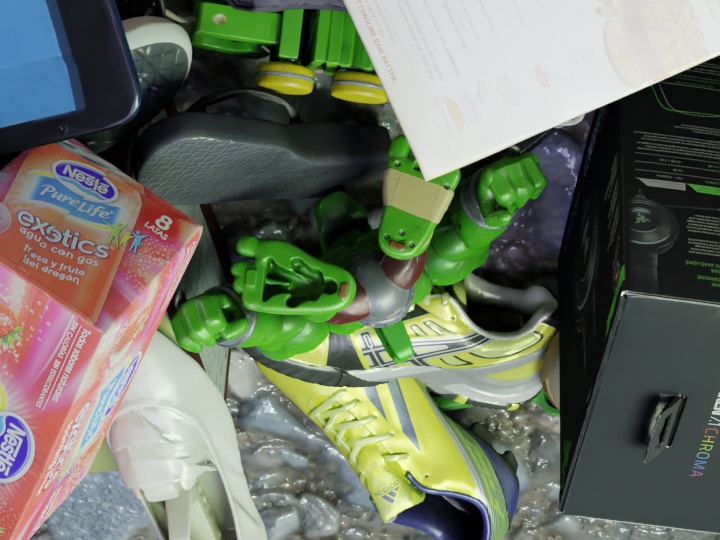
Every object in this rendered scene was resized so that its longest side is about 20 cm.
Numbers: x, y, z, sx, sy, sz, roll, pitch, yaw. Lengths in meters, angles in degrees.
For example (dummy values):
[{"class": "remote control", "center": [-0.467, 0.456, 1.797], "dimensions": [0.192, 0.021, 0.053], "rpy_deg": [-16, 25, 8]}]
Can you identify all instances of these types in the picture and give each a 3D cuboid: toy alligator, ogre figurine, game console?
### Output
[{"class": "toy alligator", "center": [-0.045, -0.122, 1.283], "dimensions": [0.199, 0.060, 0.054], "rpy_deg": [7, 176, -3]}, {"class": "ogre figurine", "center": [0.000, 0.000, 1.317], "dimensions": [0.098, 0.200, 0.120], "rpy_deg": [44, 172, 13]}, {"class": "game console", "center": [-0.223, -0.124, 1.112], "dimensions": [0.199, 0.119, 0.171], "rpy_deg": [-13, 164, 16]}]

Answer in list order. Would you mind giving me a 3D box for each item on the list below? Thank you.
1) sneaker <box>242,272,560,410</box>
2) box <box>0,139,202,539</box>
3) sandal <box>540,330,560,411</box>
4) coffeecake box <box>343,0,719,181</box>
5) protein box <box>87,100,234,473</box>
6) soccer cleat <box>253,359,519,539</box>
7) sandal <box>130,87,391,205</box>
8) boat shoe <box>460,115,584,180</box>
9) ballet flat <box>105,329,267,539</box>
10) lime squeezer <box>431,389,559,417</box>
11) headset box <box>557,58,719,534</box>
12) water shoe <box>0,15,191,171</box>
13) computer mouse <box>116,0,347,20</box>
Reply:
[{"class": "sneaker", "center": [0.021, 0.022, 1.412], "dimensions": [0.199, 0.076, 0.077], "rpy_deg": [7, 135, -17]}, {"class": "box", "center": [-0.167, 0.043, 1.214], "dimensions": [0.094, 0.103, 0.200], "rpy_deg": [33, 131, 5]}, {"class": "sandal", "center": [0.191, 0.086, 1.435], "dimensions": [0.199, 0.081, 0.054], "rpy_deg": [26, 176, -30]}, {"class": "coffeecake box", "center": [0.092, -0.155, 1.158], "dimensions": [0.199, 0.073, 0.154], "rpy_deg": [-23, 102, 12]}, {"class": "protein box", "center": [-0.188, -0.001, 1.355], "dimensions": [0.197, 0.135, 0.201], "rpy_deg": [-7, 134, 11]}, {"class": "soccer cleat", "center": [0.014, 0.101, 1.467], "dimensions": [0.200, 0.084, 0.065], "rpy_deg": [38, 141, -19]}, {"class": "sandal", "center": [-0.056, -0.066, 1.287], "dimensions": [0.076, 0.043, 0.200], "rpy_deg": [-25, 168, 27]}, {"class": "boat shoe", "center": [0.099, -0.107, 1.275], "dimensions": [0.072, 0.068, 0.200], "rpy_deg": [25, 133, -22]}, {"class": "ballet flat", "center": [-0.096, 0.112, 1.320], "dimensions": [0.069, 0.070, 0.200], "rpy_deg": [-9, 134, 13]}, {"class": "lime squeezer", "center": [0.140, 0.077, 1.488], "dimensions": [0.199, 0.038, 0.071], "rpy_deg": [7, 167, -3]}, {"class": "headset box", "center": [0.162, 0.015, 1.298], "dimensions": [0.092, 0.201, 0.175], "rpy_deg": [7, 136, -3]}, {"class": "water shoe", "center": [-0.182, -0.086, 1.224], "dimensions": [0.199, 0.079, 0.072], "rpy_deg": [-28, 147, -1]}, {"class": "computer mouse", "center": [-0.036, -0.191, 1.223], "dimensions": [0.199, 0.046, 0.141], "rpy_deg": [-5, 115, 3]}]
